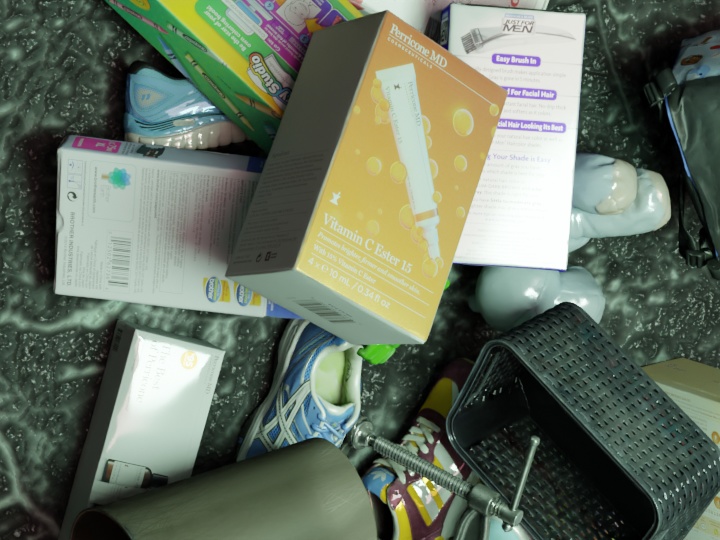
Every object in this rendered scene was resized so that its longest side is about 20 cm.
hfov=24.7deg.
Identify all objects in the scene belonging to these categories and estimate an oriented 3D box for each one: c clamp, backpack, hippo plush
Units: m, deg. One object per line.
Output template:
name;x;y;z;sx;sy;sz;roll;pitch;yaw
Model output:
c clamp;0.046;0.183;1.355;0.027;0.198;0.173;-11;116;-58
backpack;0.339;-0.130;1.454;0.152;0.191;0.202;-11;118;14
hippo plush;0.166;-0.019;1.399;0.198;0.159;0.163;14;91;-28

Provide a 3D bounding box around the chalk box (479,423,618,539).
chalk box;0.181;0.222;1.461;0.123;0.124;0.202;-8;101;-26

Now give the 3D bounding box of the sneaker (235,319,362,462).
sneaker;-0.048;0.129;1.357;0.075;0.077;0.202;11;95;-29

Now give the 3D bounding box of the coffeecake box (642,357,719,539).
coffeecake box;0.319;0.197;1.512;0.072;0.153;0.202;-9;102;-25

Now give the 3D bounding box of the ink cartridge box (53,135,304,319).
ink cartridge box;-0.132;-0.031;1.251;0.198;0.042;0.121;7;114;0

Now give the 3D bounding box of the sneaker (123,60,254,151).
sneaker;-0.093;-0.146;1.295;0.198;0.078;0.091;-13;98;-26

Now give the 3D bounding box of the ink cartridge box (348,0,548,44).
ink cartridge box;0.058;-0.258;1.350;0.199;0.085;0.147;23;87;-26

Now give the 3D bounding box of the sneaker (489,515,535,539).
sneaker;0.094;0.284;1.396;0.082;0.073;0.201;-45;159;-47

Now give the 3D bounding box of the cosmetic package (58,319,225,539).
cosmetic package;-0.176;0.148;1.309;0.082;0.051;0.202;14;91;-29

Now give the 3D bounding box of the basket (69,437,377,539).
basket;-0.099;0.212;1.248;0.199;0.180;0.137;-18;80;-31

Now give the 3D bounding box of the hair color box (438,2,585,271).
hair color box;0.113;-0.105;1.297;0.108;0.065;0.202;4;95;-5

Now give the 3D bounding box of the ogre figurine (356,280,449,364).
ogre figurine;0.000;0.000;1.320;0.120;0.098;0.200;52;36;-6

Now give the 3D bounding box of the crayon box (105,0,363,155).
crayon box;-0.084;-0.189;1.252;0.200;0.058;0.119;43;63;-4

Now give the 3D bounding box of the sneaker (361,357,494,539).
sneaker;0.051;0.170;1.415;0.089;0.075;0.202;15;90;-34

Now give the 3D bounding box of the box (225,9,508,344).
box;0.006;-0.063;1.178;0.124;0.097;0.202;28;72;-30

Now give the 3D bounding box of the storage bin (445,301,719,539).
storage bin;0.178;0.143;1.321;0.093;0.200;0.136;-24;151;-38
